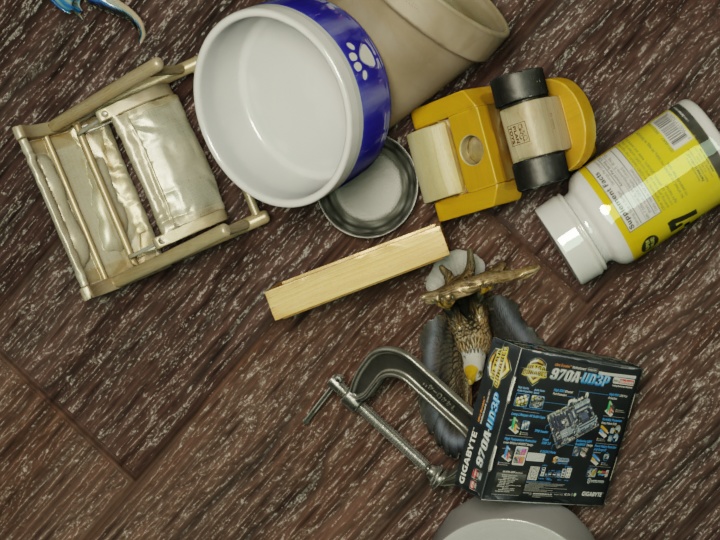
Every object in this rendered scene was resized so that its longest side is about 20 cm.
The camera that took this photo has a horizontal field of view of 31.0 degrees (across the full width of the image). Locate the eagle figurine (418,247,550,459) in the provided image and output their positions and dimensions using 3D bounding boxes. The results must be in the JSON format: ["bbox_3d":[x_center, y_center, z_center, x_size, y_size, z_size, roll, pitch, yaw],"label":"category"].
[{"bbox_3d":[0.128,0.089,1.402,0.151,0.151,0.202,14,136,41],"label":"eagle figurine"}]

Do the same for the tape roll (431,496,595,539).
[{"bbox_3d":[0.165,0.342,1.401,0.197,0.066,0.203,4,109,12],"label":"tape roll"}]

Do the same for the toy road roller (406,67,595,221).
[{"bbox_3d":[0.162,-0.138,1.388,0.199,0.145,0.125,-15,90,42],"label":"toy road roller"}]

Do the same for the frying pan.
[{"bbox_3d":[-0.023,-0.115,1.435,0.189,0.031,0.116,34,95,6],"label":"frying pan"}]

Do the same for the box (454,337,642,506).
[{"bbox_3d":[0.200,0.162,1.363,0.198,0.046,0.161,10,97,-39],"label":"box"}]

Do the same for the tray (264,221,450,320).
[{"bbox_3d":[0.000,0.000,1.405,0.198,0.099,0.037,-20,93,6],"label":"tray"}]

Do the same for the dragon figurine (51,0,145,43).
[{"bbox_3d":[-0.314,-0.316,1.435,0.099,0.059,0.201,-31,90,6],"label":"dragon figurine"}]

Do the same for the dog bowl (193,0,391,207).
[{"bbox_3d":[-0.069,-0.171,1.307,0.198,0.079,0.203,16,120,30],"label":"dog bowl"}]

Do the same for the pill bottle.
[{"bbox_3d":[0.291,-0.080,1.368,0.199,0.114,0.115,-34,90,7],"label":"pill bottle"}]

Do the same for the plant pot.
[{"bbox_3d":[0.029,-0.244,1.357,0.199,0.200,0.174,40,111,2],"label":"plant pot"}]

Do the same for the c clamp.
[{"bbox_3d":[0.048,0.166,1.406,0.199,0.027,0.172,37,127,11],"label":"c clamp"}]

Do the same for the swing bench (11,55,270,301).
[{"bbox_3d":[-0.237,-0.101,1.406,0.198,0.130,0.201,-22,92,19],"label":"swing bench"}]
